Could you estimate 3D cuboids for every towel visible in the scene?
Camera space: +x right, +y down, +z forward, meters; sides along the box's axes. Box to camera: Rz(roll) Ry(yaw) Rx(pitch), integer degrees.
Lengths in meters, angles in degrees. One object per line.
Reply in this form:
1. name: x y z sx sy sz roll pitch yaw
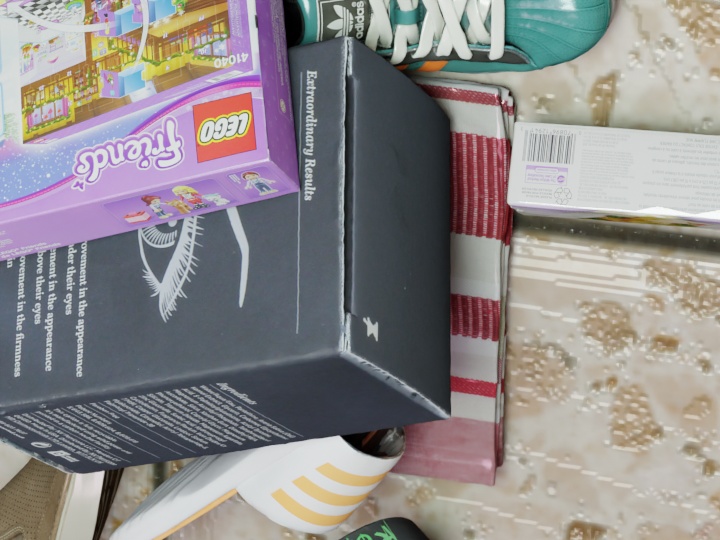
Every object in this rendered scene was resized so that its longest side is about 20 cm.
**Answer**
1. towel: 0.000 0.000 1.396 0.144 0.023 0.200 8 113 15

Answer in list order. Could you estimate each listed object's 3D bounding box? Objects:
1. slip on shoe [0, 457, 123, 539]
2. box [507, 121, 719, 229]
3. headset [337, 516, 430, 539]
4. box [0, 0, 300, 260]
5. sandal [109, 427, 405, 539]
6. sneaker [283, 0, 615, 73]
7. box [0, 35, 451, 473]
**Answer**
1. slip on shoe: -0.158 0.126 1.469 0.061 0.076 0.200 18 124 1
2. box: 0.165 -0.038 1.313 0.200 0.039 0.041 4 85 14
3. headset: -0.008 0.200 1.433 0.094 0.123 0.200 46 151 22
4. box: -0.129 -0.080 1.273 0.200 0.039 0.137 -12 67 17
5. sandal: -0.031 0.095 1.394 0.207 0.079 0.059 -34 98 35
6. sneaker: 0.009 -0.113 1.309 0.200 0.080 0.071 5 114 14
7. box: -0.067 -0.003 1.310 0.200 0.104 0.148 -8 68 26
